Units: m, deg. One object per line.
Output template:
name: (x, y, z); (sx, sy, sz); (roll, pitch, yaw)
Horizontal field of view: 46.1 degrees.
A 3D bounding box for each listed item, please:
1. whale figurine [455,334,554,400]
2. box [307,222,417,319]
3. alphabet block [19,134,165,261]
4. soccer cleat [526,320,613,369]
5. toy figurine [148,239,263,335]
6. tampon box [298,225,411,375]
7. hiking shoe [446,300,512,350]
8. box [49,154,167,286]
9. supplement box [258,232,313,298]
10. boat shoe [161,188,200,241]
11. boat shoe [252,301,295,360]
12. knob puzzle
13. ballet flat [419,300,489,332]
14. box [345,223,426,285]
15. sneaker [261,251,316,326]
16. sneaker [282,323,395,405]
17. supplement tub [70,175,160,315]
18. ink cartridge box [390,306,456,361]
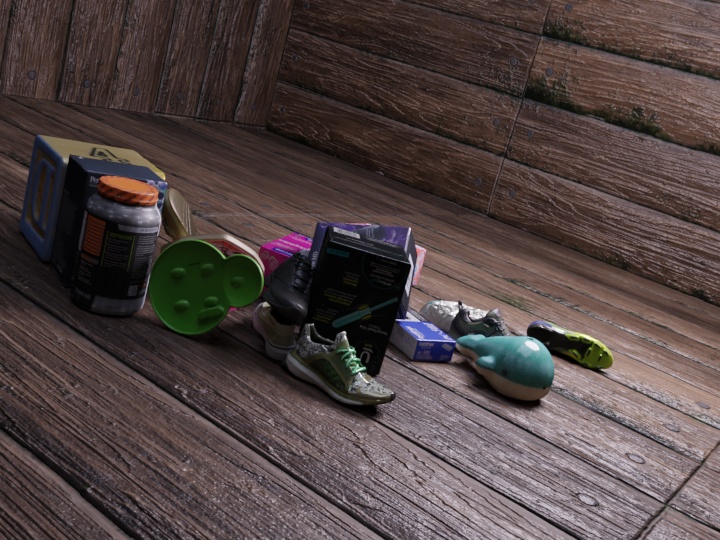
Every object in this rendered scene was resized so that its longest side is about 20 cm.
whale figurine: (0.270, 0.157, 1.565); (0.157, 0.106, 0.199); (3, 21, -42)
box: (0.000, 0.000, 1.633); (0.195, 0.151, 0.105); (3, -31, 15)
alphabet block: (-0.507, -0.128, 1.593); (0.197, 0.199, 0.196); (6, 19, -38)
soccer cleat: (0.464, 0.159, 1.871); (0.196, 0.066, 0.084); (20, 12, 16)
toy figurine: (-0.229, 0.023, 1.433); (0.195, 0.154, 0.184); (-9, -2, 12)
tampon box: (-0.013, 0.049, 1.456); (0.147, 0.204, 0.126); (15, 13, -7)
hiking shoe: (0.270, 0.131, 1.677); (0.196, 0.103, 0.076); (19, 15, 11)
box: (-0.438, -0.080, 1.468); (0.146, 0.204, 0.107); (5, 17, -37)
supplement box: (-0.136, -0.002, 1.726); (0.099, 0.106, 0.200); (20, 16, 11)
boat shoe: (-0.334, -0.068, 1.553); (0.062, 0.202, 0.075); (-11, 57, 4)
boat shoe: (-0.139, 0.089, 1.450); (0.070, 0.063, 0.200); (11, 15, -19)
knob puzzle: (-0.270, -0.010, 1.547); (0.214, 0.031, 0.221); (3, -27, 1)
ballet flat: (0.220, 0.110, 1.786); (0.196, 0.073, 0.072); (9, 15, -25)
box: (0.050, -0.041, 2.099); (0.198, 0.097, 0.102); (26, 17, 35)
sneaker: (-0.113, 0.021, 1.402); (0.076, 0.091, 0.200); (38, 9, -22)
sneaker: (-0.030, 0.143, 1.308); (0.197, 0.090, 0.077); (23, 15, 23)
supplement tub: (-0.392, -0.041, 1.369); (0.120, 0.204, 0.123); (15, 14, -4)
ink cartridge box: (0.094, 0.115, 1.652); (0.092, 0.045, 0.200); (6, 18, -31)
